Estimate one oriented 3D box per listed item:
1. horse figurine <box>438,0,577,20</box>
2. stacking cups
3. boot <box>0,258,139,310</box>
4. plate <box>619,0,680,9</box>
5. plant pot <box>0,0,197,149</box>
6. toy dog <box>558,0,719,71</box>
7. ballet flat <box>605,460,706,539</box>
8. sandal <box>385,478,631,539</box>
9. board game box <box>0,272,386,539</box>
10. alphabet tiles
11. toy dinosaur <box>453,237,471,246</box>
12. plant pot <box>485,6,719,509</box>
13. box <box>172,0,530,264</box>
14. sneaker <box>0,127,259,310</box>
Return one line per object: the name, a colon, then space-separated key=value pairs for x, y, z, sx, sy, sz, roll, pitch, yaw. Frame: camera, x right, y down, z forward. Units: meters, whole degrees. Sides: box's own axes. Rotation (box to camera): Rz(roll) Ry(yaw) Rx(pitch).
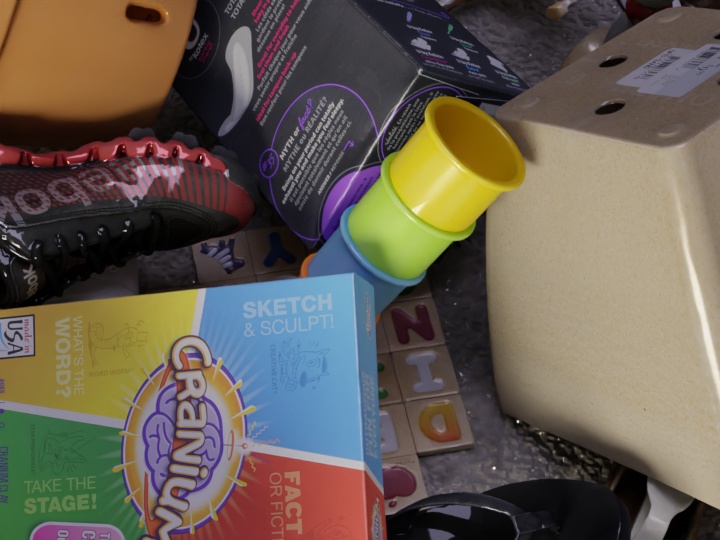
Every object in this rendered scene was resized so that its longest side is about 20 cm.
horse figurine: x=0.102 y=-0.203 z=1.023 sx=0.200 sy=0.050 sz=0.133 roll=-7 pitch=38 yaw=47
stacking cups: x=0.000 y=0.000 z=0.819 sx=0.060 sy=0.200 sz=0.061 roll=29 pitch=34 yaw=-21
boot: x=-0.220 y=0.014 z=0.872 sx=0.200 sy=0.074 sz=0.096 roll=-7 pitch=51 yaw=-9
plate: x=0.287 y=-0.171 z=1.068 sx=0.200 sy=0.032 sz=0.200 roll=-13 pitch=56 yaw=-13
plant pot: x=-0.178 y=-0.151 z=0.897 sx=0.140 sy=0.200 sz=0.200 roll=17 pitch=51 yaw=-22
toy dog: x=0.192 y=-0.153 z=0.954 sx=0.096 sy=0.200 sz=0.132 roll=-42 pitch=90 yaw=-19
ballet flat: x=0.136 y=0.150 z=0.802 sx=0.068 sy=0.072 sz=0.200 roll=27 pitch=57 yaw=9
sandal: x=0.032 y=0.142 z=0.776 sx=0.200 sy=0.043 sz=0.076 roll=-11 pitch=55 yaw=15
board game box: x=-0.090 y=0.087 z=0.783 sx=0.200 sy=0.040 sz=0.153 roll=-7 pitch=77 yaw=13
alphabet tiles: x=-0.031 y=0.055 z=0.898 sx=0.166 sy=0.006 sz=0.200 roll=-8 pitch=56 yaw=-10
toy dinosaur: x=0.083 y=-0.065 z=0.974 sx=0.200 sy=0.058 sz=0.101 roll=37 pitch=45 yaw=11
plant pot: x=0.178 y=-0.025 z=0.817 sx=0.200 sy=0.177 sz=0.200 roll=-32 pitch=27 yaw=-24
box: x=-0.015 y=-0.111 z=0.912 sx=0.106 sy=0.122 sz=0.200 roll=7 pitch=34 yaw=-46
sneaker: x=-0.151 y=-0.023 z=0.836 sx=0.200 sy=0.071 sz=0.098 roll=1 pitch=55 yaw=-11
